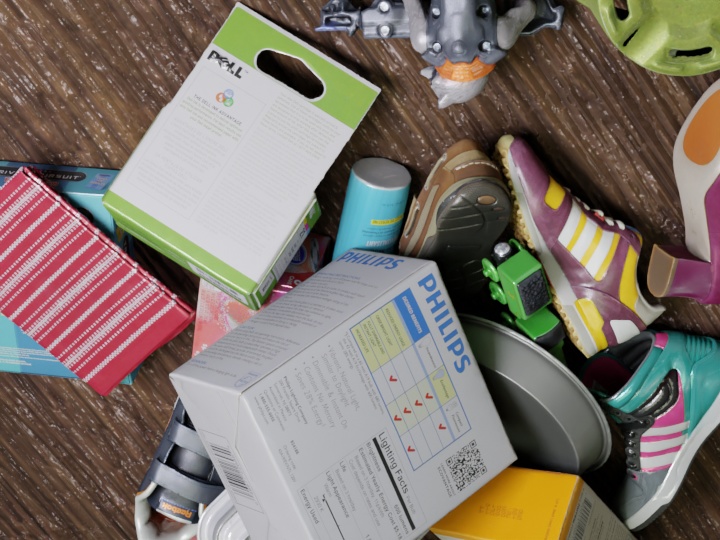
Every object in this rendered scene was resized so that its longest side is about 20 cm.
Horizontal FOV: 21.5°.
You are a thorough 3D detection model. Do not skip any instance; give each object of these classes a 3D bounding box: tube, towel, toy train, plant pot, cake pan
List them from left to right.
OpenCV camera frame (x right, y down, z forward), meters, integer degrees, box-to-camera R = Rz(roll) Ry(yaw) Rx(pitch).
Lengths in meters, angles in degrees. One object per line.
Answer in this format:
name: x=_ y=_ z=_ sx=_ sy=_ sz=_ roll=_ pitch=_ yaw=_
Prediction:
towel: x=-0.255 y=0.012 z=1.661 sx=0.200 sy=0.023 sz=0.145 roll=42 pitch=124 yaw=-12
tube: x=0.000 y=0.000 z=1.627 sx=0.077 sy=0.050 sz=0.200 roll=-9 pitch=129 yaw=-28
cake pan: x=0.119 y=0.119 z=1.628 sx=0.200 sy=0.037 sz=0.200 roll=28 pitch=150 yaw=18
toy train: x=0.147 y=0.051 z=1.587 sx=0.042 sy=0.056 sz=0.200 roll=-35 pitch=138 yaw=-11
plant pot: x=0.218 y=-0.228 z=1.326 sx=0.199 sy=0.190 sz=0.201 roll=2 pitch=121 yaw=3

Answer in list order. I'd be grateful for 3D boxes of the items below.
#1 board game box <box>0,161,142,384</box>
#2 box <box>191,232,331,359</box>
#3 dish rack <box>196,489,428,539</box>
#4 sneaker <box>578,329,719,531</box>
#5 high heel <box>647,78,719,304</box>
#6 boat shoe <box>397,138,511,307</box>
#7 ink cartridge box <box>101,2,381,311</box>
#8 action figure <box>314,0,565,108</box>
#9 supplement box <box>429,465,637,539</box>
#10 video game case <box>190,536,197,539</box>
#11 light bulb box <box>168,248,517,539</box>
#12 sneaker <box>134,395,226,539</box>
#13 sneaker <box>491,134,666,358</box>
board game box: x=-0.278 y=0.002 z=1.702 sx=0.151 sy=0.047 sz=0.200 roll=5 pitch=123 yaw=10
box: x=-0.092 y=0.066 z=1.663 sx=0.094 sy=0.103 sz=0.200 roll=13 pitch=123 yaw=6
dish rack: x=-0.025 y=0.215 z=1.644 sx=0.200 sy=0.044 sz=0.172 roll=-44 pitch=116 yaw=-10
sneaker: x=0.234 y=0.128 z=1.629 sx=0.120 sy=0.084 sz=0.200 roll=23 pitch=117 yaw=-7
high heel: x=0.300 y=-0.063 z=1.521 sx=0.096 sy=0.067 sz=0.201 roll=1 pitch=112 yaw=-27
boat shoe: x=0.073 y=-0.034 z=1.577 sx=0.075 sy=0.074 sz=0.200 roll=2 pitch=147 yaw=-20
ink cartridge box: x=-0.092 y=-0.092 z=1.552 sx=0.148 sy=0.076 sz=0.200 roll=32 pitch=81 yaw=8
action figure: x=0.048 y=-0.216 z=1.451 sx=0.199 sy=0.105 sz=0.194 roll=-8 pitch=110 yaw=15
supplement box: x=0.160 y=0.237 z=1.656 sx=0.126 sy=0.074 sz=0.200 roll=7 pitch=156 yaw=31
video game case: x=-0.084 y=0.234 z=1.729 sx=0.199 sy=0.017 sz=0.143 roll=11 pitch=120 yaw=1
light bulb box: x=-0.011 y=0.117 z=1.528 sx=0.125 sy=0.200 sz=0.199 roll=11 pitch=129 yaw=56
sneaker: x=-0.140 y=0.166 z=1.633 sx=0.078 sy=0.079 sz=0.200 roll=22 pitch=124 yaw=0
sneaker: x=0.179 y=-0.032 z=1.560 sx=0.090 sy=0.075 sz=0.200 roll=-27 pitch=106 yaw=-3
